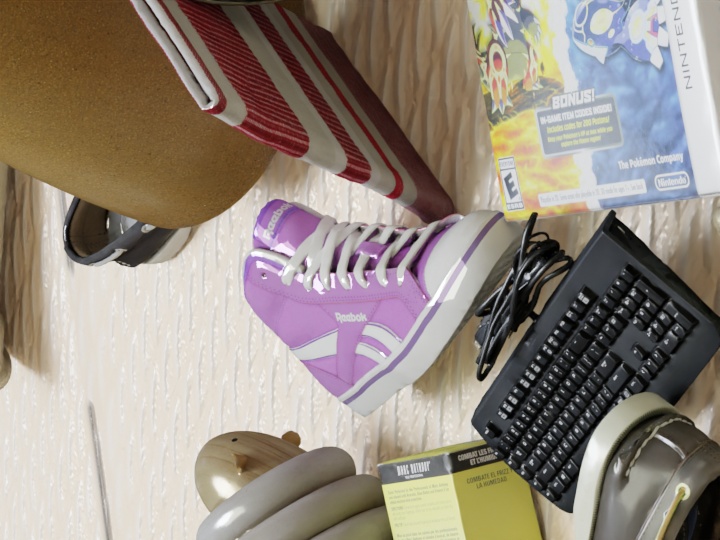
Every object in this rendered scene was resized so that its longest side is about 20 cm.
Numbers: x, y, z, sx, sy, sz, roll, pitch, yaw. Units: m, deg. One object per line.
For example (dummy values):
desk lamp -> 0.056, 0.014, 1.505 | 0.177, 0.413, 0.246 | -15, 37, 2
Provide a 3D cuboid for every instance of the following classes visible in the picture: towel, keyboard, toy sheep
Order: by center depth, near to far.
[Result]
keyboard -> 0.089, 0.047, 1.272 | 0.104, 0.040, 0.200 | 44, 147, 11
towel -> -0.045, -0.095, 1.362 | 0.023, 0.200, 0.144 | -46, 55, 16
toy sheep -> -0.024, 0.171, 1.465 | 0.200, 0.138, 0.138 | 55, 144, 10

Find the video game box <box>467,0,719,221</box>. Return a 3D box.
video game box -> 0.111, -0.118, 1.213 | 0.200, 0.047, 0.183 | -7, 91, 65

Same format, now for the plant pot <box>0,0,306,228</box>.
plant pot -> -0.165, -0.128, 1.475 | 0.186, 0.200, 0.187 | -9, 77, 44

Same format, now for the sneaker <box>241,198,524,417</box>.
sneaker -> 0.000, 0.001, 1.371 | 0.114, 0.073, 0.200 | 42, 147, -3

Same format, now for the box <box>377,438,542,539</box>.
box -> 0.066, 0.187, 1.396 | 0.075, 0.050, 0.201 | -18, 83, 58

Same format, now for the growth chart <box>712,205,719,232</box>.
growth chart -> 0.211, -0.020, 1.125 | 0.145, 0.018, 0.200 | 63, 147, 26

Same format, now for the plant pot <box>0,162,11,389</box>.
plant pot -> -0.312, -0.032, 1.831 | 0.200, 0.200, 0.184 | 36, 117, 48

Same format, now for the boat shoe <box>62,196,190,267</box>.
boat shoe -> -0.120, -0.063, 1.606 | 0.200, 0.060, 0.074 | -47, 59, 53

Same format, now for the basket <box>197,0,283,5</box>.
basket -> -0.063, -0.248, 1.360 | 0.136, 0.180, 0.200 | 87, 158, -47

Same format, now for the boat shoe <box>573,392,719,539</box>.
boat shoe -> 0.131, 0.154, 1.257 | 0.061, 0.072, 0.202 | 33, 133, 39
